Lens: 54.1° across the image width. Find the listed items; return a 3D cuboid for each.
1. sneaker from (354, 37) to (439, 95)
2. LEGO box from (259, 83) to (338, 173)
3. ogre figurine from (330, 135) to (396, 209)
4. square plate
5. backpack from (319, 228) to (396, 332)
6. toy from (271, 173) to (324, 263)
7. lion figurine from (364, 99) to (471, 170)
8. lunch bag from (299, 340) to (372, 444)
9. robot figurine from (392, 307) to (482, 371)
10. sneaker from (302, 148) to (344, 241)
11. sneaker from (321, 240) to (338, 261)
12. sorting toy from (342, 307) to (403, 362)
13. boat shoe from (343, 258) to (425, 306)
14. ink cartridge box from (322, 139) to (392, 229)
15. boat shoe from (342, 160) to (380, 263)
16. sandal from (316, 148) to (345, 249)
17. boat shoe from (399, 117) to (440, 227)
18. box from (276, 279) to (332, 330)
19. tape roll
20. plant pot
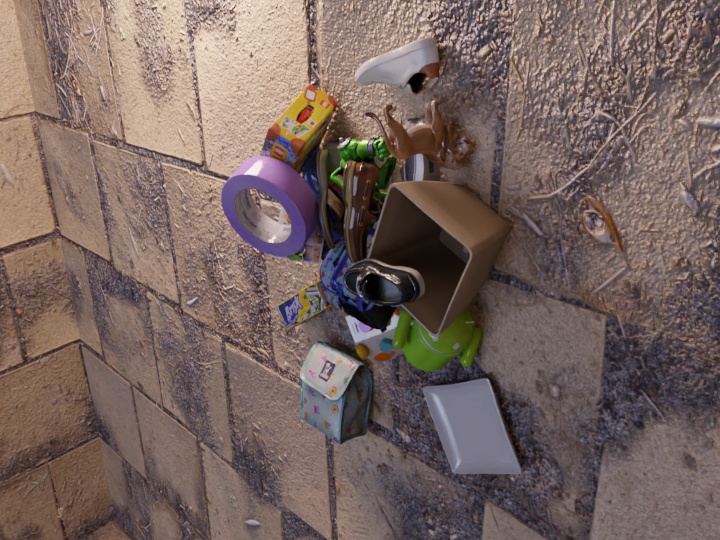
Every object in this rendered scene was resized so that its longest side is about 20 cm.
[{"bbox_3d":[0.065,-0.361,1.314,0.197,0.072,0.087,-7,100,48],"label":"sneaker"},{"bbox_3d":[-0.137,-0.271,1.479,0.076,0.202,0.150,30,135,0],"label":"LEGO box"},{"bbox_3d":[0.010,-0.184,1.365,0.118,0.100,0.201,27,166,21],"label":"ogre figurine"},{"bbox_3d":[0.232,0.324,1.466,0.198,0.028,0.203,-19,92,51],"label":"square plate"},{"bbox_3d":[0.000,0.000,1.455,0.197,0.185,0.135,24,165,39],"label":"backpack"},{"bbox_3d":[-0.128,-0.123,1.544,0.112,0.047,0.206,7,77,10],"label":"toy"},{"bbox_3d":[0.102,-0.232,1.244,0.072,0.195,0.126,-169,70,-66],"label":"lion figurine"},{"bbox_3d":[-0.062,0.289,1.716,0.168,0.120,0.206,22,114,44],"label":"lunch bag"},{"bbox_3d":[0.149,0.124,1.386,0.171,0.118,0.201,17,150,-10],"label":"robot figurine"},{"bbox_3d":[-0.061,-0.163,1.500,0.077,0.075,0.205,-9,110,31],"label":"sneaker"},{"bbox_3d":[-0.101,-0.081,1.602,0.069,0.089,0.203,-37,76,26],"label":"sneaker"},{"bbox_3d":[0.065,0.092,1.521,0.177,0.106,0.205,-22,90,31],"label":"sorting toy"},{"bbox_3d":[0.026,0.023,1.266,0.197,0.060,0.078,-2,107,50],"label":"boat shoe"},{"bbox_3d":[0.005,-0.173,1.502,0.160,0.050,0.205,15,129,44],"label":"ink cartridge box"},{"bbox_3d":[0.005,-0.104,1.317,0.065,0.073,0.205,4,120,8],"label":"boat shoe"},{"bbox_3d":[-0.058,-0.145,1.433,0.080,0.052,0.206,-81,-11,-82],"label":"sandal"},{"bbox_3d":[0.106,-0.187,1.347,0.067,0.071,0.206,15,115,41],"label":"boat shoe"},{"bbox_3d":[-0.127,0.080,1.738,0.199,0.063,0.072,-31,84,50],"label":"box"},{"bbox_3d":[-0.184,-0.128,1.435,0.195,0.066,0.203,19,138,17],"label":"tape roll"},{"bbox_3d":[0.151,-0.044,1.275,0.200,0.175,0.203,42,135,26],"label":"plant pot"}]
